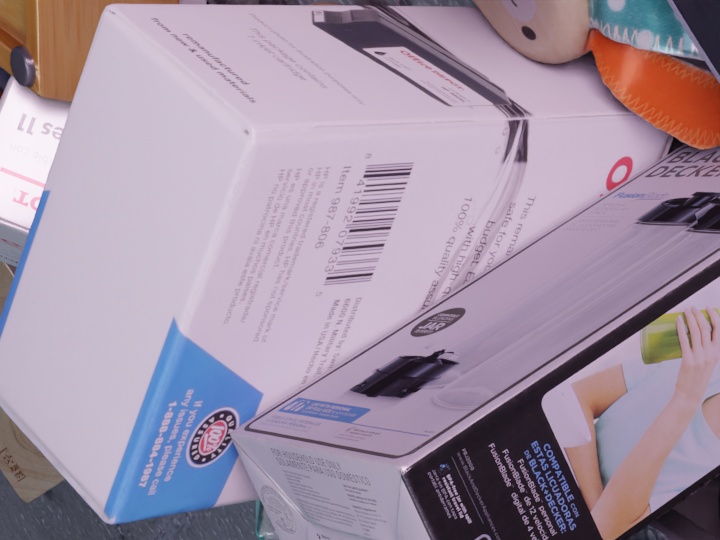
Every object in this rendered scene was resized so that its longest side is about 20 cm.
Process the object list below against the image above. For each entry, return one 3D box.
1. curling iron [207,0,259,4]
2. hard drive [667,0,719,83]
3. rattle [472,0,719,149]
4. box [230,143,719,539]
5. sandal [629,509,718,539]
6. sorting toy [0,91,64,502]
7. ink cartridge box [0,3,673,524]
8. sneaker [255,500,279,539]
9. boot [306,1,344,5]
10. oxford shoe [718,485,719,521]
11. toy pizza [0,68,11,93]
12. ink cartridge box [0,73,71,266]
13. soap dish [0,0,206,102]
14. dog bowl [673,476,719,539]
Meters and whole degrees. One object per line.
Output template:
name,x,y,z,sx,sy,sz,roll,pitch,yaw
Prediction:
curling iron,-0.044,-0.037,1.060,0.050,0.025,0.201,85,178,-51
hard drive,0.114,-0.127,0.753,0.201,0.042,0.135,61,156,-9
rattle,0.020,-0.104,0.852,0.130,0.143,0.201,-38,78,47
box,0.073,0.030,0.829,0.117,0.200,0.060,5,123,63
sandal,0.163,0.132,0.849,0.200,0.045,0.075,33,151,9
sorting toy,-0.174,0.002,1.346,0.199,0.069,0.200,56,156,0
ink cartridge box,-0.008,-0.008,0.887,0.084,0.199,0.145,41,121,35
sneaker,-0.020,0.084,1.205,0.200,0.088,0.075,57,157,6
boot,0.000,0.000,1.089,0.201,0.072,0.166,65,162,1
oxford shoe,0.198,0.133,0.893,0.200,0.073,0.084,52,139,8
toy pizza,-0.173,-0.045,1.410,0.200,0.032,0.201,42,152,28
ink cartridge box,-0.108,-0.027,1.145,0.117,0.068,0.200,21,174,-7
soap dish,-0.144,-0.168,1.106,0.200,0.081,0.158,37,135,44
dog bowl,0.117,0.158,0.918,0.201,0.200,0.059,56,138,2
